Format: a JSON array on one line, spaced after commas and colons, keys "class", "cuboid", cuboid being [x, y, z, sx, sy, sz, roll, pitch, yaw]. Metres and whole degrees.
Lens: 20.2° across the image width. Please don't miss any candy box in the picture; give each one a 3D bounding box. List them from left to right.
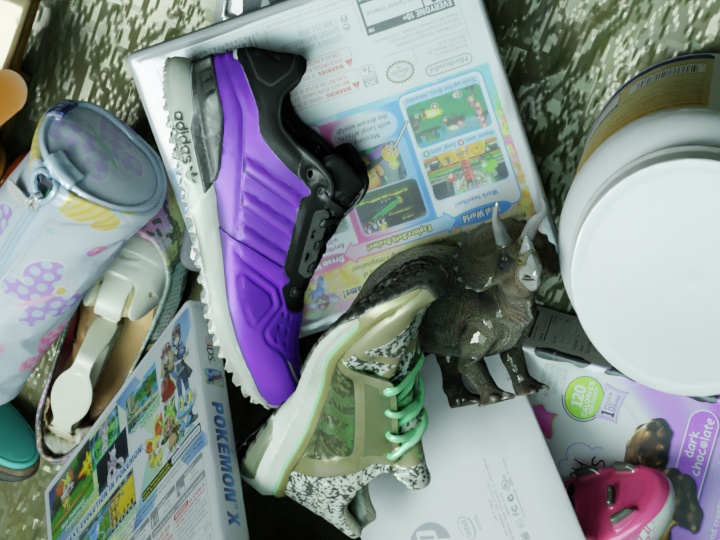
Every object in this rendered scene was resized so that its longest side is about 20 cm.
[{"class": "candy box", "cuboid": [0.142, 0.123, 1.198, 0.198, 0.072, 0.169, 14, 112, 7]}]

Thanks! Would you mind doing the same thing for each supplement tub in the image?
[{"class": "supplement tub", "cuboid": [0.180, -0.027, 1.071, 0.143, 0.200, 0.146, 4, 109, 11]}]

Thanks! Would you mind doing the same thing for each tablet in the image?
[{"class": "tablet", "cuboid": [0.059, 0.145, 1.127, 0.130, 0.014, 0.201, -31, 66, 24]}]

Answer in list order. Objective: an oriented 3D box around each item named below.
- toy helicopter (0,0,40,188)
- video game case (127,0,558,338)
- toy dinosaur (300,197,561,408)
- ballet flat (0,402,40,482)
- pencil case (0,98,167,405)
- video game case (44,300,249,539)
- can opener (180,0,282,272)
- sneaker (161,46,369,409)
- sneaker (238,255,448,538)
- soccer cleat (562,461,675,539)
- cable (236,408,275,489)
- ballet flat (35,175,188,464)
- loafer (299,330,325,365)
[{"class": "toy helicopter", "cuboid": [-0.217, -0.106, 1.167, 0.078, 0.132, 0.201, 24, 111, 4]}, {"class": "video game case", "cuboid": [-0.008, -0.066, 1.130, 0.198, 0.024, 0.184, -18, 102, 8]}, {"class": "toy dinosaur", "cuboid": [0.046, 0.025, 1.102, 0.199, 0.077, 0.103, -12, 87, 45]}, {"class": "ballet flat", "cuboid": [-0.288, 0.077, 1.285, 0.200, 0.068, 0.069, 41, 122, 8]}, {"class": "pencil case", "cuboid": [-0.190, -0.005, 1.164, 0.083, 0.091, 0.200, 40, 126, -1]}, {"class": "video game case", "cuboid": [-0.126, 0.148, 1.153, 0.022, 0.183, 0.200, 14, 134, -29]}, {"class": "can opener", "cuboid": [-0.071, -0.090, 1.175, 0.053, 0.067, 0.202, 12, 103, 8]}, {"class": "sneaker", "cuboid": [-0.041, -0.024, 1.094, 0.099, 0.070, 0.202, -11, 104, 4]}, {"class": "sneaker", "cuboid": [0.012, 0.070, 1.061, 0.088, 0.077, 0.200, 39, 136, 7]}, {"class": "soccer cleat", "cuboid": [0.106, 0.180, 1.159, 0.199, 0.070, 0.086, -31, 116, 23]}, {"class": "cable", "cuboid": [-0.096, 0.119, 1.200, 0.050, 0.097, 0.199, 44, 137, -15]}, {"class": "ballet flat", "cuboid": [-0.154, 0.034, 1.233, 0.069, 0.071, 0.201, 22, 111, 4]}, {"class": "loafer", "cuboid": [0.000, 0.000, 1.186, 0.071, 0.073, 0.202, -5, 107, 15]}]
